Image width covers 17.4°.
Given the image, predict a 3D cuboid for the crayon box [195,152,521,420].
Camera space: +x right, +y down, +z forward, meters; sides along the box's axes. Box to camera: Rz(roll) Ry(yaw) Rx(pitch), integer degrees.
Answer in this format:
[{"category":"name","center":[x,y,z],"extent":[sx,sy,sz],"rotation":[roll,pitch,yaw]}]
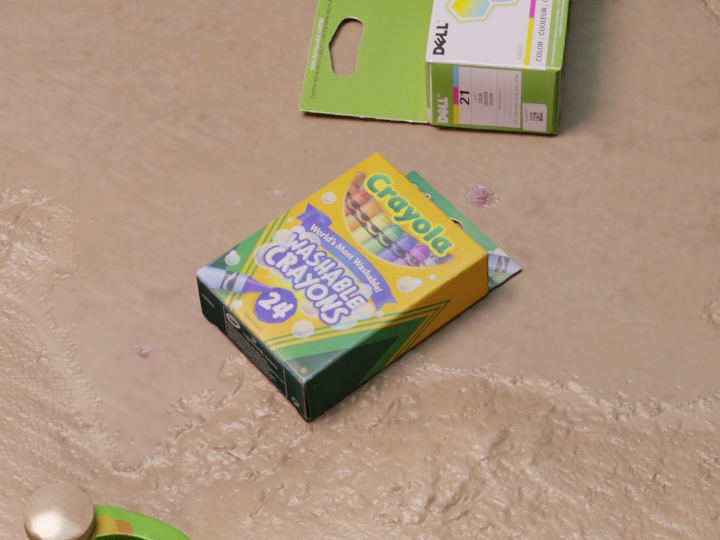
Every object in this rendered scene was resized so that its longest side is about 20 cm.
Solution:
[{"category":"crayon box","center":[0.000,0.000,1.666],"extent":[0.200,0.052,0.126],"rotation":[-34,58,-21]}]

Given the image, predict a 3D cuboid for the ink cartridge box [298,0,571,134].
[{"category":"ink cartridge box","center":[0.058,-0.187,1.788],"extent":[0.199,0.076,0.148],"rotation":[5,53,6]}]

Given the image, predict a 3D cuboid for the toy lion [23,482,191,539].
[{"category":"toy lion","center":[-0.146,0.249,1.487],"extent":[0.191,0.069,0.201],"rotation":[14,54,6]}]
